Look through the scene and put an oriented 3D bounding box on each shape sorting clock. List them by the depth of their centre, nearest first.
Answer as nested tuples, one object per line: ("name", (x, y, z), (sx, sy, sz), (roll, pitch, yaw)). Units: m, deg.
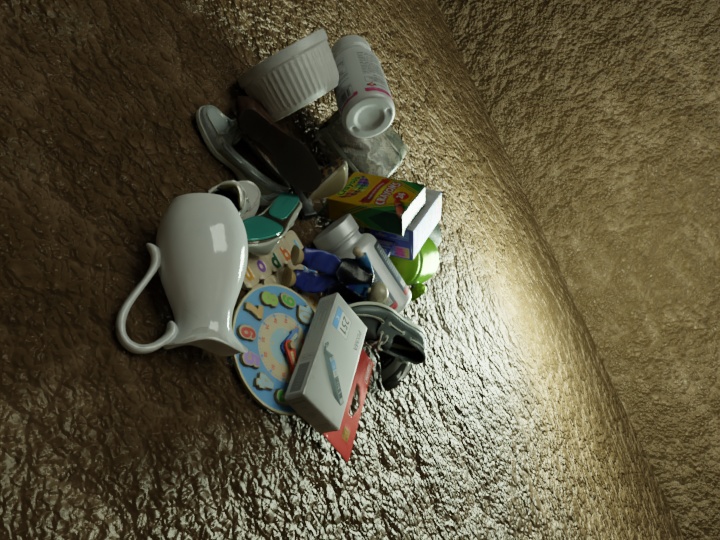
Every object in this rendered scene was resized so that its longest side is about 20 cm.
("shape sorting clock", (-0.117, 0.118, 0.900), (0.199, 0.039, 0.205), (33, 47, -43))

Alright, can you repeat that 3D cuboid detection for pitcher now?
("pitcher", (-0.227, 0.006, 0.757), (0.168, 0.120, 0.206), (6, 76, -39))

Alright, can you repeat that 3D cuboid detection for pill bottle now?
("pill bottle", (0.000, 0.000, 1.125), (0.202, 0.118, 0.120), (56, 29, -12))
("pill bottle", (-0.002, -0.388, 1.223), (0.112, 0.112, 0.204), (26, 41, -46))

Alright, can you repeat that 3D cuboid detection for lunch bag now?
("lunch bag", (-0.007, -0.277, 1.326), (0.201, 0.138, 0.169), (49, 34, -16))

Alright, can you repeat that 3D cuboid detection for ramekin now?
("ramekin", (-0.134, -0.377, 1.154), (0.107, 0.196, 0.201), (60, 28, -18))

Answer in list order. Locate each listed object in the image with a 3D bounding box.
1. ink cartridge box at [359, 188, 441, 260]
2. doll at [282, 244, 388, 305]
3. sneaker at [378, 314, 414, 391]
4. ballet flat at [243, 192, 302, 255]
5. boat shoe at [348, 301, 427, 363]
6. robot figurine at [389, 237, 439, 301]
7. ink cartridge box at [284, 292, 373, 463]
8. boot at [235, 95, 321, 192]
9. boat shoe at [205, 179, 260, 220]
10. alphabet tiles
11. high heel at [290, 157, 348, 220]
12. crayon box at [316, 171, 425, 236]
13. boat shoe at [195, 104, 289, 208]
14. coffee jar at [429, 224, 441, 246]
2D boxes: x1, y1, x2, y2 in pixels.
("ink cartridge box", (0.075, -0.100, 1.228), (0.200, 0.133, 0.078), (-50, 145, -46))
("doll", (-0.037, 0.021, 1.020), (0.196, 0.139, 0.048), (15, 15, -28))
("sneaker", (0.057, 0.153, 1.151), (0.079, 0.074, 0.202), (36, 31, -19))
("ballet flat", (-0.150, -0.063, 0.962), (0.070, 0.069, 0.201), (54, 31, -13))
("boat shoe", (0.047, 0.115, 1.057), (0.197, 0.073, 0.063), (26, 38, -33))
("robot figurine", (0.104, -0.025, 1.320), (0.198, 0.114, 0.179), (-8, 71, -59))
("ink cartridge box", (-0.028, 0.169, 0.938), (0.177, 0.044, 0.203), (52, 37, -30))
("boot", (-0.152, -0.234, 1.057), (0.187, 0.064, 0.200), (47, 3, -23))
("boat shoe", (-0.204, -0.107, 0.921), (0.070, 0.070, 0.201), (40, 31, -3))
("alphabet tiles", (-0.142, 0.000, 1.001), (0.199, 0.014, 0.200), (60, 29, -5))
("high heel", (-0.089, -0.199, 1.086), (0.070, 0.199, 0.146), (-11, 75, -32))
("crayon box", (0.019, -0.141, 1.183), (0.127, 0.195, 0.052), (-51, 146, -45))
("boat shoe", (-0.204, -0.206, 1.019), (0.204, 0.064, 0.075), (54, 29, -13))
("coffee jar", (0.117, -0.117, 1.450), (0.198, 0.084, 0.107), (23, 50, -51))
